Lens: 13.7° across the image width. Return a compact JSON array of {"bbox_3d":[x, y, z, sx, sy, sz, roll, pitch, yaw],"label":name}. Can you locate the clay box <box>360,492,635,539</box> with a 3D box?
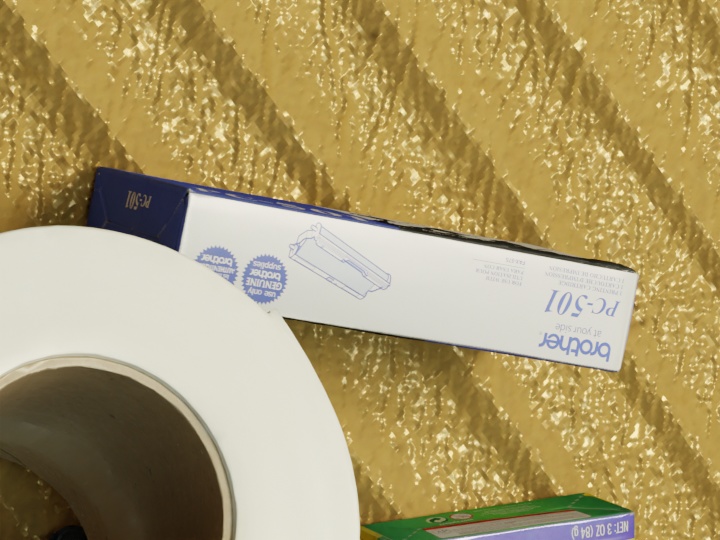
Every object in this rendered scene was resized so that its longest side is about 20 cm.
[{"bbox_3d":[0.059,0.201,1.258,0.115,0.048,0.200,-6,99,-25],"label":"clay box"}]

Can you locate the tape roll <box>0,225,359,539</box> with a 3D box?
[{"bbox_3d":[-0.118,0.099,1.067,0.202,0.139,0.203,8,70,-23],"label":"tape roll"}]

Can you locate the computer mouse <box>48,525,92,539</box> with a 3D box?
[{"bbox_3d":[-0.136,0.114,1.160,0.200,0.034,0.059,32,68,-20],"label":"computer mouse"}]

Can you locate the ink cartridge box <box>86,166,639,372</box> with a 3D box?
[{"bbox_3d":[0.000,0.000,1.173,0.200,0.094,0.044,10,93,-27],"label":"ink cartridge box"}]
